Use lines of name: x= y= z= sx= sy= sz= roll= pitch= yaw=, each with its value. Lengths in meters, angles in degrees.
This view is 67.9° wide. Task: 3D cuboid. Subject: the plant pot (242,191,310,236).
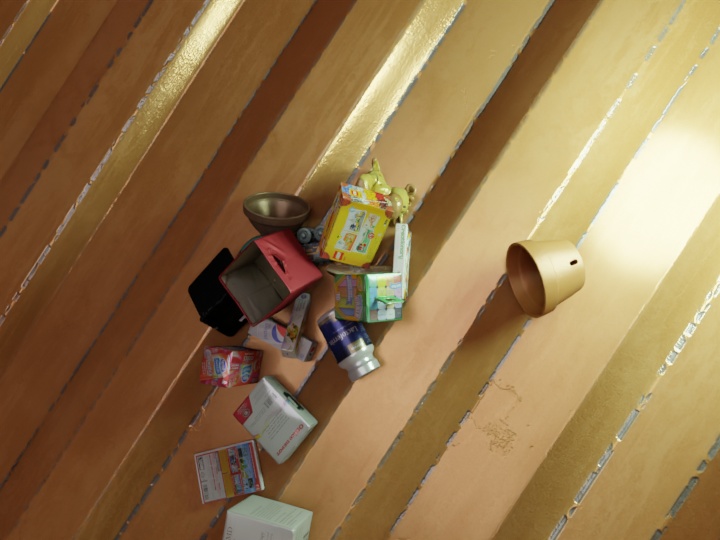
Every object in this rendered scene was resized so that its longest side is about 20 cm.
plant pot: x=-0.248 y=-0.154 z=1.585 sx=0.197 sy=0.201 sz=0.095 roll=15 pitch=119 yaw=13

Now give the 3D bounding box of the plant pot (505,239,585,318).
plant pot: x=0.488 y=0.006 z=1.397 sx=0.137 sy=0.200 sz=0.204 roll=-16 pitch=79 yaw=-9

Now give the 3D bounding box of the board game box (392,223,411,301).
board game box: x=0.115 y=-0.019 z=1.500 sx=0.034 sy=0.126 sz=0.205 roll=3 pitch=84 yaw=11

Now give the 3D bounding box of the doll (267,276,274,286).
doll: x=-0.270 y=0.034 z=1.614 sx=0.197 sy=0.048 sz=0.139 roll=-28 pitch=77 yaw=7

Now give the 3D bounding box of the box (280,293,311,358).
box: x=-0.183 y=0.155 z=1.529 sx=0.038 sy=0.042 sz=0.203 roll=7 pitch=49 yaw=7

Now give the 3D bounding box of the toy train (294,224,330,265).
toy train: x=-0.106 y=-0.077 z=1.582 sx=0.195 sy=0.085 sz=0.117 roll=-7 pitch=94 yaw=8

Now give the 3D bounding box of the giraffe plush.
giraffe plush: x=0.065 y=-0.202 z=1.539 sx=0.160 sy=0.174 sz=0.202 roll=28 pitch=54 yaw=4

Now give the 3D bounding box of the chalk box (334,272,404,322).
chalk box: x=0.031 y=0.068 z=1.400 sx=0.198 sy=0.122 sz=0.127 roll=-3 pitch=88 yaw=55

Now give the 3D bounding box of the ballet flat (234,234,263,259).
ballet flat: x=-0.343 y=-0.034 z=1.626 sx=0.199 sy=0.065 sz=0.071 roll=-42 pitch=84 yaw=12

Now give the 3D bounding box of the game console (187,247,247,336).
game console: x=-0.397 y=0.068 z=1.606 sx=0.200 sy=0.175 sz=0.117 roll=-43 pitch=32 yaw=18

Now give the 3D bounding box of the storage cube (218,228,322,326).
storage cube: x=-0.242 y=0.015 z=1.471 sx=0.199 sy=0.179 sz=0.172 roll=-39 pitch=86 yaw=28

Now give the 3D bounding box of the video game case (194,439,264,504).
video game case: x=-0.390 y=0.595 z=1.582 sx=0.196 sy=0.017 sz=0.146 roll=-16 pitch=80 yaw=10

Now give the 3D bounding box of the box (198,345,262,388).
box: x=-0.365 y=0.271 z=1.525 sx=0.093 sy=0.200 sz=0.102 roll=7 pitch=84 yaw=14

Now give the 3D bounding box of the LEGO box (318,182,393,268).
LEGO box: x=-0.015 y=-0.118 z=1.455 sx=0.146 sy=0.078 sz=0.202 roll=13 pitch=125 yaw=-17

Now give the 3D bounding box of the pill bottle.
pill bottle: x=-0.031 y=0.204 z=1.508 sx=0.114 sy=0.116 sz=0.203 roll=-31 pitch=78 yaw=6

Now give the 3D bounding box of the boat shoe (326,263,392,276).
boat shoe: x=0.000 y=0.000 z=1.554 sx=0.195 sy=0.074 sz=0.068 roll=11 pitch=81 yaw=3

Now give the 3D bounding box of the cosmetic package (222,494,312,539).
cosmetic package: x=-0.257 y=0.741 z=1.460 sx=0.195 sy=0.166 sz=0.171 roll=8 pitch=84 yaw=14

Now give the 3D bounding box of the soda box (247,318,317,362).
soda box: x=-0.228 y=0.198 z=1.574 sx=0.197 sy=0.068 sz=0.065 roll=25 pitch=88 yaw=14

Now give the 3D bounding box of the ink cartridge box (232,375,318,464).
ink cartridge box: x=-0.243 y=0.427 z=1.539 sx=0.199 sy=0.083 sz=0.146 roll=42 pitch=92 yaw=14
